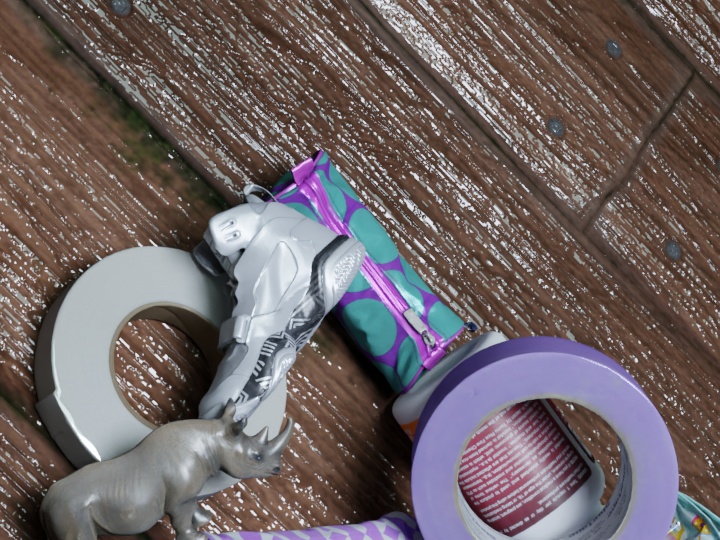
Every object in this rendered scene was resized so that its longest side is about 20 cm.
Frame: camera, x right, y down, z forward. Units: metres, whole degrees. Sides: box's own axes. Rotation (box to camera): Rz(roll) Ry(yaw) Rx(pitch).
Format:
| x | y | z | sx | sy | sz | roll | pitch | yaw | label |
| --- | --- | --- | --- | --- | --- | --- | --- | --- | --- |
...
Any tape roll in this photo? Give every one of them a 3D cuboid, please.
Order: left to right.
| x | y | z | sx | sy | sz | roll | pitch | yaw | label |
| --- | --- | --- | --- | --- | --- | --- | --- | --- | --- |
| -0.151 | 0.080 | 1.405 | 0.203 | 0.037 | 0.203 | 14 | 64 | -29 | tape roll |
| 0.138 | 0.154 | 1.407 | 0.200 | 0.085 | 0.200 | 0 | 96 | 1 | tape roll |

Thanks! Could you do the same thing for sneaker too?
| x | y | z | sx | sy | sz | roll | pitch | yaw | label |
| --- | --- | --- | --- | --- | --- | --- | --- | --- | --- |
| -0.091 | 0.027 | 1.401 | 0.115 | 0.075 | 0.200 | 36 | 64 | -1 | sneaker |

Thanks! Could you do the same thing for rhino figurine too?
| x | y | z | sx | sy | sz | roll | pitch | yaw | label |
| --- | --- | --- | --- | --- | --- | --- | --- | --- | --- |
| -0.136 | 0.154 | 1.316 | 0.200 | 0.060 | 0.087 | -27 | 108 | -8 | rhino figurine |

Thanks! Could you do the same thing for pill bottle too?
| x | y | z | sx | sy | sz | roll | pitch | yaw | label |
| --- | --- | --- | --- | --- | --- | --- | --- | --- | --- |
| 0.126 | 0.159 | 1.506 | 0.113 | 0.113 | 0.200 | -39 | 94 | -38 | pill bottle |

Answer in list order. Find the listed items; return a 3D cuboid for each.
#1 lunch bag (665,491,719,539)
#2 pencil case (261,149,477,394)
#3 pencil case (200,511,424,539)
| x | y | z | sx | sy | sz | roll | pitch | yaw | label |
| --- | --- | --- | --- | --- | --- | --- | --- | --- | --- |
| 0.282 | 0.295 | 1.501 | 0.200 | 0.122 | 0.170 | -95 | 162 | -45 | lunch bag |
| 0.000 | 0.000 | 1.503 | 0.085 | 0.092 | 0.200 | -41 | 94 | -16 | pencil case |
| -0.039 | 0.226 | 1.391 | 0.200 | 0.084 | 0.086 | 0 | 35 | -36 | pencil case |
